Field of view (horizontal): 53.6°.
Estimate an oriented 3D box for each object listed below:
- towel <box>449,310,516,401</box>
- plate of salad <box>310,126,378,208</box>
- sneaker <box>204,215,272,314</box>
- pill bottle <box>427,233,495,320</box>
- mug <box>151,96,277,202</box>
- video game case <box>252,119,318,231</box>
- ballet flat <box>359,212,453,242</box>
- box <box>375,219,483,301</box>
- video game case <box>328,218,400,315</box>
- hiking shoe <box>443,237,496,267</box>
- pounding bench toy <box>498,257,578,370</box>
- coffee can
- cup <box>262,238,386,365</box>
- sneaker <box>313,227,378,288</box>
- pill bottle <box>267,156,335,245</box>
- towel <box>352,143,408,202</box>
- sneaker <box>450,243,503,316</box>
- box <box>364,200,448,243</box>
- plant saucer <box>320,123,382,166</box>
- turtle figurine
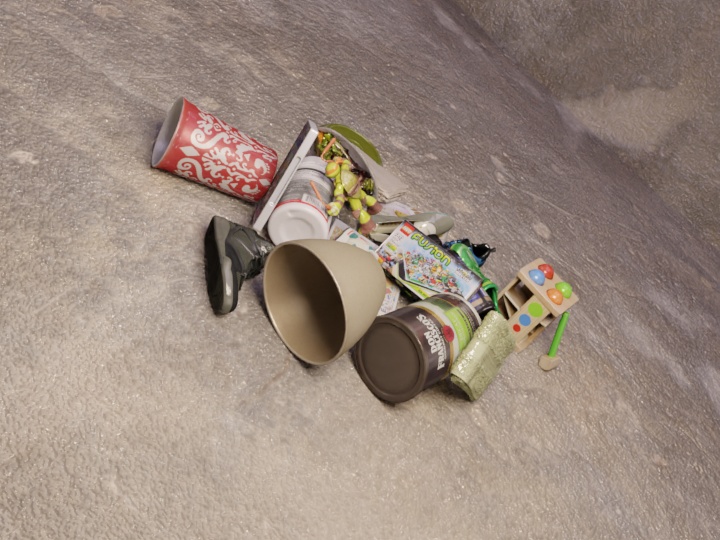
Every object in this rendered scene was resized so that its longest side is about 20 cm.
[{"bbox_3d":[0.223,0.155,1.265,0.036,0.149,0.200,31,-8,28],"label":"towel"},{"bbox_3d":[-0.042,-0.205,1.473,0.200,0.200,0.048,44,66,7],"label":"plate of salad"},{"bbox_3d":[-0.195,-0.007,1.179,0.113,0.077,0.200,13,37,-24],"label":"sneaker"},{"bbox_3d":[0.176,0.028,1.452,0.111,0.112,0.201,-8,57,-47],"label":"pill bottle"},{"bbox_3d":[-0.264,-0.228,1.322,0.199,0.133,0.178,23,39,-28],"label":"mug"},{"bbox_3d":[-0.136,-0.174,1.279,0.018,0.201,0.143,30,12,-14],"label":"video game case"},{"bbox_3d":[0.096,-0.082,1.492,0.198,0.068,0.064,1,44,7],"label":"ballet flat"},{"bbox_3d":[0.127,0.002,1.387,0.200,0.035,0.110,39,75,18],"label":"box"},{"bbox_3d":[0.000,0.000,1.402,0.181,0.023,0.201,33,35,-9],"label":"video game case"},{"bbox_3d":[0.204,-0.046,1.589,0.199,0.087,0.075,8,45,-37],"label":"hiking shoe"},{"bbox_3d":[0.398,0.097,1.547,0.200,0.156,0.124,49,35,14],"label":"pounding bench toy"},{"bbox_3d":[0.105,0.129,1.245,0.199,0.147,0.147,-16,62,-51],"label":"coffee can"},{"bbox_3d":[-0.042,0.033,1.149,0.143,0.201,0.201,-21,65,-42],"label":"cup"},{"bbox_3d":[-0.023,-0.008,1.305,0.093,0.071,0.200,34,31,3],"label":"sneaker"},{"bbox_3d":[-0.105,-0.129,1.370,0.113,0.114,0.201,29,35,-14],"label":"pill bottle"},{"bbox_3d":[0.008,-0.219,1.576,0.200,0.035,0.132,41,25,14],"label":"towel"},{"bbox_3d":[0.252,0.029,1.511,0.074,0.083,0.201,-14,77,-36],"label":"sneaker"},{"bbox_3d":[0.099,-0.115,1.557,0.199,0.042,0.039,24,32,9],"label":"box"},{"bbox_3d":[-0.023,-0.286,1.700,0.199,0.031,0.201,24,37,-20],"label":"plant saucer"},{"bbox_3d":[-0.019,-0.158,1.351,0.161,0.064,0.201,48,29,-33],"label":"turtle figurine"}]
